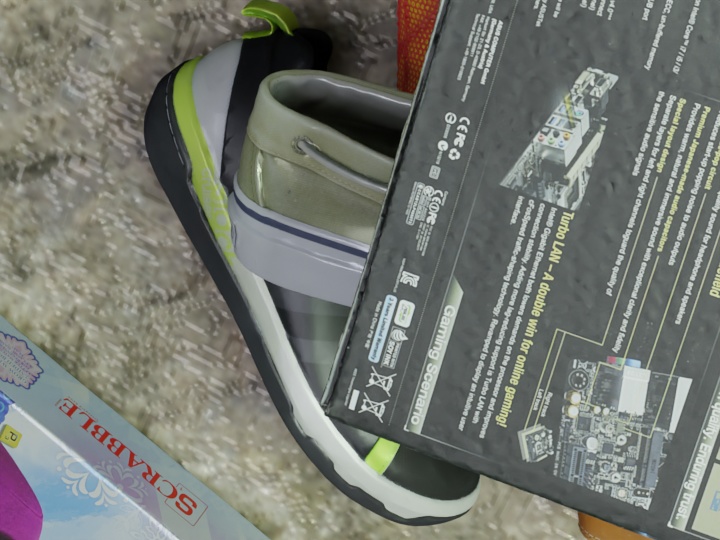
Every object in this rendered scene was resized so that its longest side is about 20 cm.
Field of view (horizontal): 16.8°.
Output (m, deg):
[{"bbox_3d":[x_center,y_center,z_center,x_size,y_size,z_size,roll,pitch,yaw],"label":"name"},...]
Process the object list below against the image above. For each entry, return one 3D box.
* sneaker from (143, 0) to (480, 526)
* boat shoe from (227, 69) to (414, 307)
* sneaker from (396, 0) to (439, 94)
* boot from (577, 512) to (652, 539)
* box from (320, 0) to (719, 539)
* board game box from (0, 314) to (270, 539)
[{"bbox_3d":[0.000,0.000,0.858,0.083,0.072,0.200,-26,104,25],"label":"sneaker"},{"bbox_3d":[0.054,-0.013,0.752,0.200,0.072,0.062,11,126,8],"label":"boat shoe"},{"bbox_3d":[0.045,-0.081,0.804,0.073,0.077,0.200,1,115,1],"label":"sneaker"},{"bbox_3d":[0.163,0.042,0.822,0.200,0.074,0.155,14,117,27],"label":"boot"},{"bbox_3d":[0.099,-0.033,0.661,0.164,0.086,0.200,19,108,11],"label":"box"},{"bbox_3d":[-0.133,0.146,0.991,0.199,0.041,0.200,39,121,-1],"label":"board game box"}]
